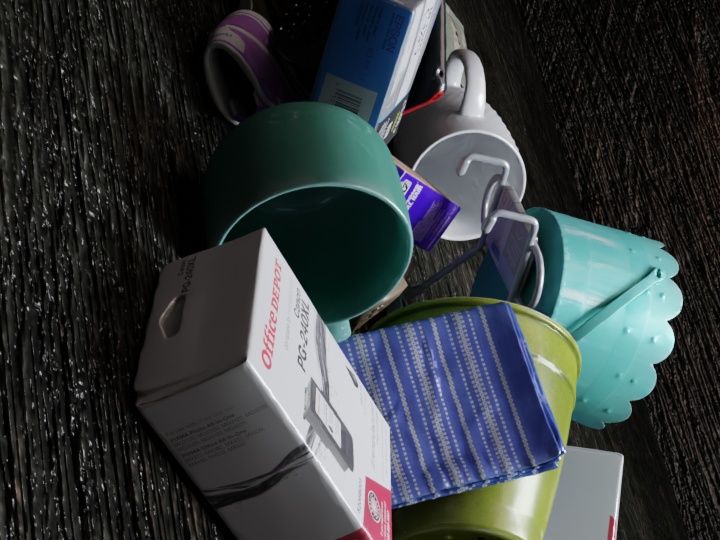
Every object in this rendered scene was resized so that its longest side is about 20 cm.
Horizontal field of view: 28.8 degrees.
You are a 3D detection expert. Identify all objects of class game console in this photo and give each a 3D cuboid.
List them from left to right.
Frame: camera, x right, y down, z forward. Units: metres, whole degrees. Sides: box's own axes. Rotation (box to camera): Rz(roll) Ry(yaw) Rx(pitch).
[{"bbox_3d":[0.030,-0.240,1.287,0.176,0.031,0.203,165,-75,-67],"label":"game console"}]

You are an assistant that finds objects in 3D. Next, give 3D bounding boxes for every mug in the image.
[{"bbox_3d":[-0.049,-0.039,1.052,0.150,0.186,0.115,10,44,-24],"label":"mug"},{"bbox_3d":[0.114,-0.167,1.689,0.176,0.145,0.202,-106,-159,-56],"label":"mug"}]

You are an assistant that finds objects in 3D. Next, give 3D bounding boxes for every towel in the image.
[{"bbox_3d":[0.051,0.107,1.104,0.024,0.197,0.147,111,-36,-64],"label":"towel"}]

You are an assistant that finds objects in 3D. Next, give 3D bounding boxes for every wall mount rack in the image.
[{"bbox_3d":[0.111,-0.009,1.367,0.201,0.073,0.176,-106,-151,-57],"label":"wall mount rack"}]

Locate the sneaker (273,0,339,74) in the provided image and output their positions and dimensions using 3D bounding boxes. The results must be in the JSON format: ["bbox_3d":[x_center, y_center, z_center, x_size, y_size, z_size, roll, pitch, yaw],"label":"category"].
[{"bbox_3d":[-0.024,-0.212,1.251,0.088,0.075,0.201,58,17,-28],"label":"sneaker"}]

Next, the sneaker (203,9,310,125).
[{"bbox_3d":[-0.072,-0.119,1.204,0.201,0.072,0.115,52,20,-15],"label":"sneaker"}]

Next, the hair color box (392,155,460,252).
[{"bbox_3d":[0.018,-0.085,1.385,0.109,0.065,0.200,38,7,19],"label":"hair color box"}]

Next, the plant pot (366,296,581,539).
[{"bbox_3d":[0.091,0.160,1.192,0.201,0.198,0.195,51,34,-46],"label":"plant pot"}]

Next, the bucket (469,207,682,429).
[{"bbox_3d":[0.203,0.044,1.382,0.133,0.208,0.209,18,40,-22],"label":"bucket"}]

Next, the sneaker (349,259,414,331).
[{"bbox_3d":[0.000,0.000,1.320,0.076,0.070,0.200,50,12,-3],"label":"sneaker"}]

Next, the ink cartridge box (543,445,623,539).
[{"bbox_3d":[0.222,0.290,1.454,0.201,0.082,0.147,76,23,-59],"label":"ink cartridge box"}]

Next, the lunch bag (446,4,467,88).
[{"bbox_3d":[0.059,-0.304,1.806,0.200,0.117,0.165,47,26,-40],"label":"lunch bag"}]

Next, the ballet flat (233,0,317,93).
[{"bbox_3d":[-0.081,-0.197,1.295,0.072,0.067,0.202,14,53,-46],"label":"ballet flat"}]

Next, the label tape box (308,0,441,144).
[{"bbox_3d":[0.018,-0.183,1.187,0.200,0.063,0.146,-55,166,-65],"label":"label tape box"}]

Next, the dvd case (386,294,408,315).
[{"bbox_3d":[0.076,0.125,1.412,0.146,0.022,0.202,-94,160,-76],"label":"dvd case"}]

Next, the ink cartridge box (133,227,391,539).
[{"bbox_3d":[-0.057,0.096,0.929,0.201,0.082,0.146,59,18,-31],"label":"ink cartridge box"}]
